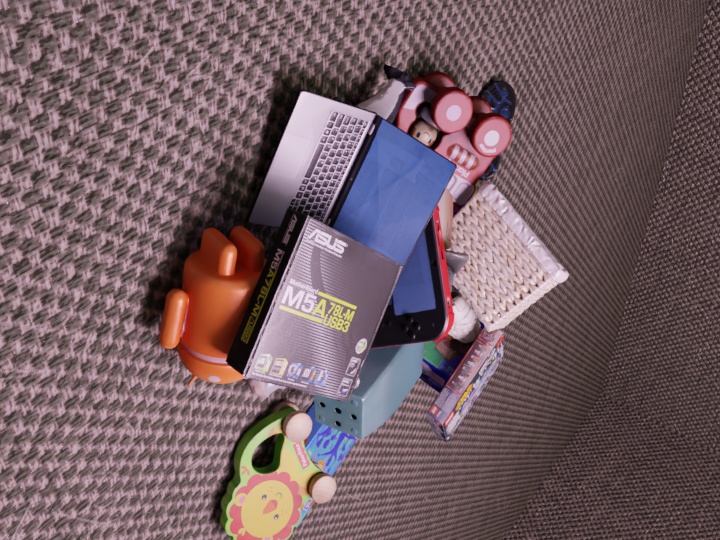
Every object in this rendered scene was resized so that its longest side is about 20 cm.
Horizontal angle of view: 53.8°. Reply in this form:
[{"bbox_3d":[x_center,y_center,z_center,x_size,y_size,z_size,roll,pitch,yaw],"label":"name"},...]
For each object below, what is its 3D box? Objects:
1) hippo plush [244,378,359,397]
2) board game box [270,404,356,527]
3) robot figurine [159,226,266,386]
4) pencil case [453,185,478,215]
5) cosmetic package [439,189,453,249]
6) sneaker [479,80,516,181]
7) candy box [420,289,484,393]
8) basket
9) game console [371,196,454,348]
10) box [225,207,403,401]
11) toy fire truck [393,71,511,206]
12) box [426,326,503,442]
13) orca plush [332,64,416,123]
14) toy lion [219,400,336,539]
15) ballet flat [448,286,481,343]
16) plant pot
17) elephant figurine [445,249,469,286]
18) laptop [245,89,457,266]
[{"bbox_3d":[-0.071,0.128,1.039,0.198,0.159,0.163,-23,130,-49],"label":"hippo plush"},{"bbox_3d":[-0.093,0.343,1.276,0.201,0.044,0.153,-53,148,-19],"label":"board game box"},{"bbox_3d":[-0.165,0.051,0.877,0.144,0.114,0.205,-52,156,-66],"label":"robot figurine"},{"bbox_3d":[0.179,-0.144,1.317,0.090,0.087,0.200,-59,150,-8],"label":"pencil case"},{"bbox_3d":[0.068,-0.114,1.100,0.199,0.085,0.106,37,53,-52],"label":"cosmetic package"},{"bbox_3d":[0.239,-0.266,1.355,0.077,0.074,0.205,159,-49,-77],"label":"sneaker"},{"bbox_3d":[0.158,0.112,1.380,0.200,0.167,0.078,-44,158,-32],"label":"candy box"},{"bbox_3d":[0.239,-0.021,1.240,0.160,0.202,0.198,-40,166,14],"label":"basket"},{"bbox_3d":[0.047,0.002,1.001,0.031,0.174,0.206,-1,82,-51],"label":"game console"},{"bbox_3d":[-0.049,0.050,0.875,0.198,0.047,0.197,25,89,-48],"label":"box"},{"bbox_3d":[0.135,-0.210,1.147,0.197,0.113,0.170,24,111,-25],"label":"toy fire truck"},{"bbox_3d":[0.197,0.210,1.311,0.202,0.039,0.138,-53,156,-14],"label":"box"},{"bbox_3d":[-0.009,-0.209,1.016,0.104,0.071,0.203,32,76,-15],"label":"orca plush"},{"bbox_3d":[-0.145,0.342,1.140,0.189,0.068,0.204,-29,114,-24],"label":"toy lion"},{"bbox_3d":[0.153,0.051,1.309,0.072,0.200,0.072,-42,174,-6],"label":"ballet flat"},{"bbox_3d":[0.007,0.164,1.164,0.201,0.138,0.144,-53,151,-47],"label":"plant pot"},{"bbox_3d":[0.106,0.010,1.111,0.197,0.157,0.142,16,127,-45],"label":"elephant figurine"},{"bbox_3d":[-0.014,-0.101,0.921,0.197,0.116,0.190,7,121,-40],"label":"laptop"}]
